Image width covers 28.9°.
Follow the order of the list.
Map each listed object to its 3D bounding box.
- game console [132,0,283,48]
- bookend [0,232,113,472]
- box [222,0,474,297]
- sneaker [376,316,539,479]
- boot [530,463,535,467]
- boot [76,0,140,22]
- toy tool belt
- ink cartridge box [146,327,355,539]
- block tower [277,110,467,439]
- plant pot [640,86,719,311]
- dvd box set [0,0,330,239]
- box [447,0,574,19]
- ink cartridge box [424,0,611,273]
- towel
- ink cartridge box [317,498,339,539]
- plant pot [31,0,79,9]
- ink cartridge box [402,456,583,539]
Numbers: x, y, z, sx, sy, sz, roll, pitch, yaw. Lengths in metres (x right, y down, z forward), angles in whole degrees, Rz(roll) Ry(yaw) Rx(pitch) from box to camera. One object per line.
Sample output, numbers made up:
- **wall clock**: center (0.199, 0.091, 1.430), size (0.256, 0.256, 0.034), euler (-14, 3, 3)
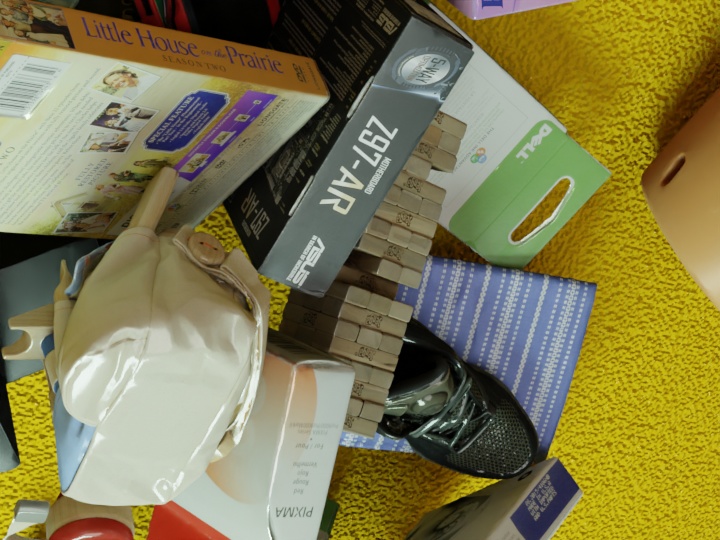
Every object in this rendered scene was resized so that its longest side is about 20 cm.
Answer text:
- **game console**: center (-0.072, -0.188, 0.732), size (0.031, 0.177, 0.200), euler (11, 154, 11)
- **bookend**: center (-0.216, 0.044, 0.811), size (0.200, 0.199, 0.092), euler (-22, 122, -9)
- **box**: center (-0.026, -0.100, 0.801), size (0.043, 0.200, 0.160), euler (24, 107, -28)
- **sneaker**: center (0.049, 0.088, 0.898), size (0.076, 0.114, 0.199), euler (-44, 115, 5)
- **boot**: center (0.057, 0.099, 1.024), size (0.144, 0.071, 0.202), euler (-13, 117, -7)
- **boot**: center (-0.110, -0.159, 0.775), size (0.077, 0.138, 0.200), euler (29, 103, -30)
- **toy tool belt**: center (-0.122, 0.054, 0.727), size (0.125, 0.123, 0.200), euler (8, 131, -25)
- **ink cartridge box**: center (-0.089, 0.125, 0.795), size (0.050, 0.162, 0.201), euler (12, 95, -41)
- **block tower**: center (0.000, 0.000, 0.811), size (0.058, 0.054, 0.201), euler (20, 87, -39)
- **plant pot**: center (0.288, -0.051, 0.959), size (0.140, 0.200, 0.200), euler (-35, 125, 22)
- **dvd box set**: center (-0.133, -0.066, 0.692), size (0.200, 0.029, 0.146), euler (2, 147, -46)
- **box**: center (0.137, -0.263, 0.833), size (0.199, 0.097, 0.176), euler (-12, 121, -12)
- **ink cartridge box**: center (0.063, -0.090, 0.919), size (0.200, 0.059, 0.104), euler (35, 101, -36)
- **towel**: center (0.053, 0.059, 0.962), size (0.199, 0.024, 0.145), euler (9, 107, -17)
- **ink cartridge box**: center (-0.089, 0.254, 0.963), size (0.087, 0.200, 0.146), euler (19, 112, 1)
- **plant pot**: center (-0.212, -0.198, 0.684), size (0.200, 0.196, 0.201), euler (-8, 119, -15)
- **ink cartridge box**: center (0.037, 0.223, 0.973), size (0.200, 0.200, 0.041), euler (-35, 92, 40)
